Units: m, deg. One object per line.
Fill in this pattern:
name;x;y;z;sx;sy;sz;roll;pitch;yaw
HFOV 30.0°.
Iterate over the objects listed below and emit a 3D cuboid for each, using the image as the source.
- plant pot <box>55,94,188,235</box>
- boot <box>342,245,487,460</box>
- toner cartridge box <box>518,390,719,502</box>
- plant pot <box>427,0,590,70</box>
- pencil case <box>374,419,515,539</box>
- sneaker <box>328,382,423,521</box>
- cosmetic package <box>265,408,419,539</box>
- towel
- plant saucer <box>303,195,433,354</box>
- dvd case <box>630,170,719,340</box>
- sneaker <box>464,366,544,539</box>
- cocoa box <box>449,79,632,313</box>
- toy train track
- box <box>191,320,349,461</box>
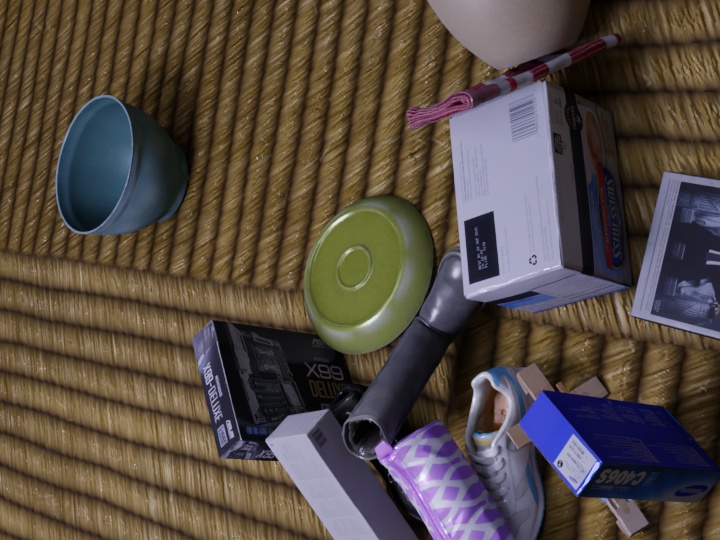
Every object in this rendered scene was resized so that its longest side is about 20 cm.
plant pot;-0.338;-0.142;1.968;0.199;0.133;0.203;-13;72;43
boot;0.057;0.090;1.438;0.072;0.200;0.183;34;144;16
toner cartridge box;0.243;0.165;1.239;0.043;0.198;0.095;-56;47;22
plant pot;0.171;-0.296;1.448;0.199;0.199;0.136;-12;101;44
pencil case;0.095;0.254;1.379;0.201;0.085;0.084;58;141;14
sneaker;0.026;0.203;1.522;0.076;0.114;0.200;-46;53;16
cosmetic package;-0.017;0.251;1.514;0.082;0.051;0.201;-16;113;48
towel;0.157;-0.200;1.399;0.144;0.198;0.023;-8;106;65
plant saucer;0.000;0.000;1.631;0.198;0.031;0.203;-15;65;35
dvd case;0.359;-0.007;1.283;0.199;0.025;0.153;16;93;48
sneaker;0.146;0.203;1.420;0.076;0.080;0.203;-6;81;44
cocoa box;0.187;-0.072;1.399;0.132;0.130;0.203;-18;69;41
toy train track;0.223;0.184;1.364;0.201;0.114;0.033;56;165;25
box;-0.094;0.148;1.600;0.050;0.198;0.159;-40;54;36
